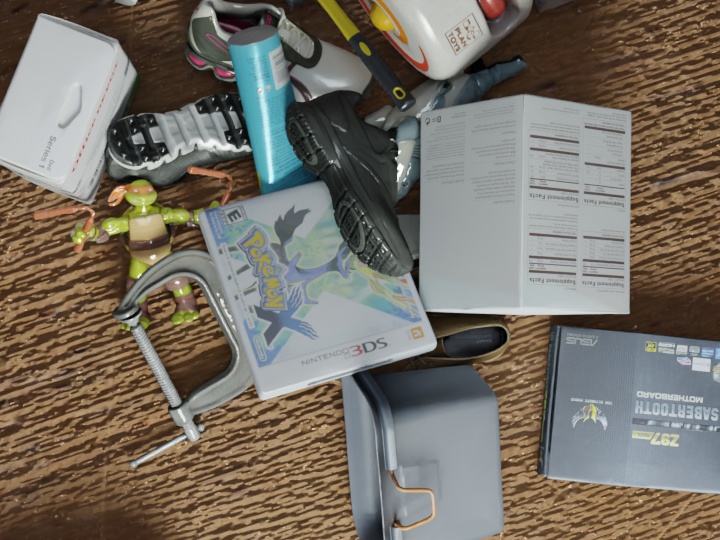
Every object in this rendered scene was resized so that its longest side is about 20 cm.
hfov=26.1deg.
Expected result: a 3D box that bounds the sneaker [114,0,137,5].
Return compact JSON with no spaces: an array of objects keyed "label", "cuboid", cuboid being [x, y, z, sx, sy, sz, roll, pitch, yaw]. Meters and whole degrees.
[{"label":"sneaker","cuboid":[-0.302,-0.359,1.583,0.199,0.081,0.115,22,83,-8]}]

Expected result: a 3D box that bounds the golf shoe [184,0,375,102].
[{"label":"golf shoe","cuboid":[-0.079,-0.219,1.570,0.200,0.088,0.077,14,61,-4]}]

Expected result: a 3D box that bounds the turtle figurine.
[{"label":"turtle figurine","cuboid":[-0.221,-0.024,1.554,0.200,0.064,0.162,-12,111,-18]}]

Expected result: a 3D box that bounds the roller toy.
[{"label":"roller toy","cuboid":[0.068,-0.288,1.537,0.140,0.200,0.183,-39,96,-4]}]

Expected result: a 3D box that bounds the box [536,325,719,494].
[{"label":"box","cuboid":[0.288,0.143,1.595,0.199,0.051,0.158,6,88,-3]}]

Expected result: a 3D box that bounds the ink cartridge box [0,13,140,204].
[{"label":"ink cartridge box","cuboid":[-0.284,-0.153,1.506,0.084,0.200,0.146,21,86,0]}]

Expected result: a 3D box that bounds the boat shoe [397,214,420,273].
[{"label":"boat shoe","cuboid":[0.000,0.000,1.583,0.200,0.074,0.060,-21,131,-19]}]

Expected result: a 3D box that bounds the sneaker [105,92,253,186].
[{"label":"sneaker","cuboid":[-0.173,-0.129,1.580,0.200,0.090,0.067,-14,74,-29]}]

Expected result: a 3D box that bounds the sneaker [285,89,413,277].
[{"label":"sneaker","cuboid":[0.008,-0.090,1.508,0.091,0.076,0.200,-26,86,-23]}]

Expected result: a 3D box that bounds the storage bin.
[{"label":"storage bin","cuboid":[0.067,0.190,1.522,0.134,0.146,0.200,-11,112,-13]}]

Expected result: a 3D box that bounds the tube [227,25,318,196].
[{"label":"tube","cuboid":[-0.085,-0.142,1.548,0.077,0.050,0.200,-28,120,-28]}]

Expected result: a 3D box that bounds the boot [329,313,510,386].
[{"label":"boot","cuboid":[0.055,0.076,1.576,0.199,0.075,0.074,-10,89,-2]}]

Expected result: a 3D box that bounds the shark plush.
[{"label":"shark plush","cuboid":[0.084,-0.159,1.612,0.200,0.091,0.083,-43,114,-20]}]

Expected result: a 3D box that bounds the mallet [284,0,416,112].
[{"label":"mallet","cuboid":[-0.018,-0.231,1.536,0.066,0.041,0.200,-29,72,-1]}]

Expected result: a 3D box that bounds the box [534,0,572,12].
[{"label":"box","cuboid":[0.200,-0.384,1.555,0.096,0.176,0.200,-21,89,-4]}]

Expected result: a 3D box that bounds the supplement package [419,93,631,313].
[{"label":"supplement package","cuboid":[0.161,-0.058,1.524,0.150,0.152,0.201,3,86,-37]}]

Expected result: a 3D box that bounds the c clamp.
[{"label":"c clamp","cuboid":[-0.184,0.083,1.552,0.171,0.027,0.200,-24,115,-13]}]

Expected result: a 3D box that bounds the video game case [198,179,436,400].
[{"label":"video game case","cuboid":[-0.043,0.010,1.517,0.182,0.022,0.200,-15,69,-15]}]
